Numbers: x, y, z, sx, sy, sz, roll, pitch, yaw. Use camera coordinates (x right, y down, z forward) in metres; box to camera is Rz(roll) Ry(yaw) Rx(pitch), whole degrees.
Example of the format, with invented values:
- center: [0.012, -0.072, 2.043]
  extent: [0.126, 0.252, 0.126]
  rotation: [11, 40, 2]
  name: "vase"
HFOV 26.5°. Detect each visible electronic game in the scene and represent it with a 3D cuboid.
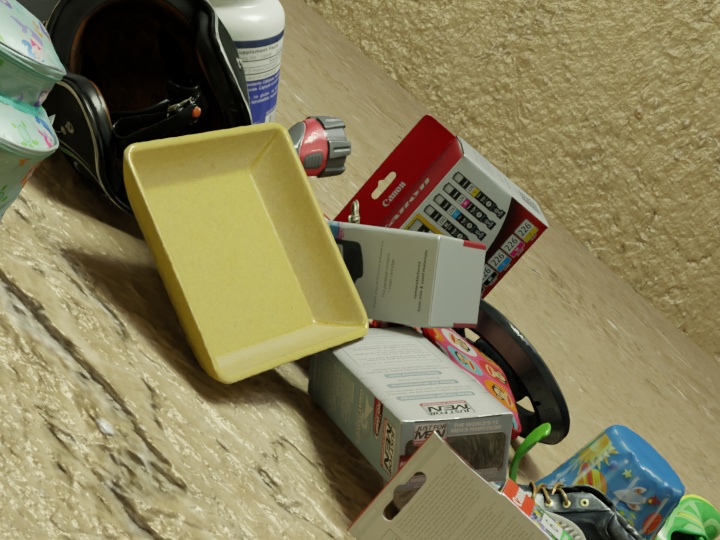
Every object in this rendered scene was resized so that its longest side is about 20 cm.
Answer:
- center: [0.151, 0.104, 1.634]
  extent: [0.200, 0.041, 0.201]
  rotation: [46, -19, 21]
  name: "electronic game"

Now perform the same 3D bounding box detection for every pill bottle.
- center: [-0.134, -0.217, 1.477]
  extent: [0.118, 0.202, 0.120]
  rotation: [6, 27, -3]
  name: "pill bottle"

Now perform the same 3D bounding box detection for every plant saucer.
- center: [-0.101, -0.013, 1.253]
  extent: [0.199, 0.048, 0.202]
  rotation: [-16, 80, -52]
  name: "plant saucer"

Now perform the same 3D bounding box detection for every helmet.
- center: [-0.193, -0.163, 1.346]
  extent: [0.199, 0.200, 0.192]
  rotation: [26, 24, -48]
  name: "helmet"

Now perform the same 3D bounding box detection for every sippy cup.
- center: [0.238, 0.225, 1.478]
  extent: [0.177, 0.131, 0.140]
  rotation: [30, 17, -38]
  name: "sippy cup"

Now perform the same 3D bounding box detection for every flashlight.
- center: [-0.107, -0.125, 1.592]
  extent: [0.198, 0.068, 0.069]
  rotation: [-6, 77, -32]
  name: "flashlight"

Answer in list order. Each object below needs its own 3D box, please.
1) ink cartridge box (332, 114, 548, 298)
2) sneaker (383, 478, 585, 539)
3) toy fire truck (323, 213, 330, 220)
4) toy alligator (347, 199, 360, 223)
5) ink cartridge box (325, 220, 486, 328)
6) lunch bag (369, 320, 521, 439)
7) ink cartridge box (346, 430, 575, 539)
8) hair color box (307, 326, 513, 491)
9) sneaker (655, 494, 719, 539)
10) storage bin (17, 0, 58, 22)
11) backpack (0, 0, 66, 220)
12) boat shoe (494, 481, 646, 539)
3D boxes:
- center: [0.078, -0.042, 1.715]
  extent: [0.175, 0.200, 0.084]
  rotation: [38, 14, -15]
  name: "ink cartridge box"
- center: [0.093, 0.209, 1.294]
  extent: [0.199, 0.075, 0.082]
  rotation: [32, -14, -19]
  name: "sneaker"
- center: [-0.098, -0.070, 1.638]
  extent: [0.141, 0.049, 0.200]
  rotation: [40, 14, -7]
  name: "toy fire truck"
- center: [-0.021, -0.012, 1.636]
  extent: [0.053, 0.060, 0.201]
  rotation: [-4, 36, -3]
  name: "toy alligator"
- center: [0.000, 0.000, 1.415]
  extent: [0.197, 0.084, 0.145]
  rotation: [8, 1, 22]
  name: "ink cartridge box"
- center: [0.063, 0.104, 1.492]
  extent: [0.175, 0.082, 0.200]
  rotation: [35, 12, -13]
  name: "lunch bag"
- center: [0.099, 0.220, 1.137]
  extent: [0.200, 0.109, 0.050]
  rotation: [43, 13, 5]
  name: "ink cartridge box"
- center: [0.036, 0.108, 1.252]
  extent: [0.098, 0.062, 0.200]
  rotation: [-2, 18, -22]
  name: "hair color box"
- center: [0.351, 0.300, 1.703]
  extent: [0.199, 0.074, 0.084]
  rotation: [8, 31, -51]
  name: "sneaker"
- center: [-0.294, -0.257, 1.489]
  extent: [0.199, 0.135, 0.146]
  rotation: [34, 15, -32]
  name: "storage bin"
- center: [-0.296, -0.129, 1.067]
  extent: [0.177, 0.151, 0.201]
  rotation: [33, 20, -36]
  name: "backpack"
- center: [0.167, 0.216, 1.384]
  extent: [0.200, 0.091, 0.071]
  rotation: [41, 11, -3]
  name: "boat shoe"
